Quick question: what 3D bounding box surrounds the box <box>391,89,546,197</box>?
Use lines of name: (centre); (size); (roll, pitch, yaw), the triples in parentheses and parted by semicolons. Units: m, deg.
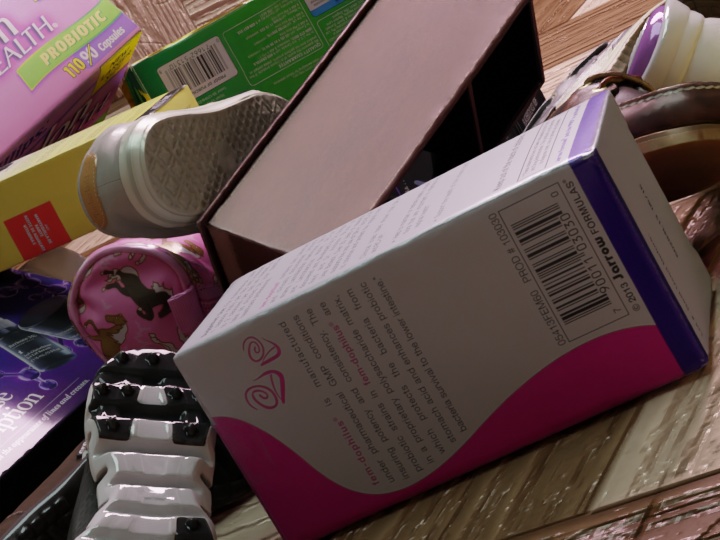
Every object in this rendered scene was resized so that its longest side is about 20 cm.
box: (0.014, -0.062, 1.224); (0.199, 0.106, 0.122); (-27, 10, 18)

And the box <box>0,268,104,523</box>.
box: (-0.199, 0.083, 1.082); (0.141, 0.079, 0.200); (9, 30, 24)

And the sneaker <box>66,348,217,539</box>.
sneaker: (-0.091, 0.127, 0.817); (0.066, 0.091, 0.200); (5, 38, -6)

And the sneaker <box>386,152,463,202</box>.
sneaker: (0.000, 0.000, 1.053); (0.200, 0.088, 0.074); (-32, 12, -9)

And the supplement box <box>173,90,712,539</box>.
supplement box: (0.037, 0.021, 0.846); (0.199, 0.101, 0.103); (-26, 12, 18)

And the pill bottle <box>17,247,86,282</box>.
pill bottle: (-0.246, 0.073, 1.266); (0.200, 0.120, 0.120); (-38, 14, -33)

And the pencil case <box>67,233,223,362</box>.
pencil case: (-0.078, -0.007, 1.089); (0.087, 0.083, 0.200); (-50, -5, 32)

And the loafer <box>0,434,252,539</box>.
loafer: (-0.107, 0.093, 0.962); (0.200, 0.073, 0.071); (-36, 14, -25)

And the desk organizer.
desk organizer: (0.010, -0.061, 0.992); (0.077, 0.072, 0.200); (20, 58, 27)

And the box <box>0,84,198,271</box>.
box: (-0.180, -0.038, 1.115); (0.199, 0.050, 0.075); (-22, 13, 16)

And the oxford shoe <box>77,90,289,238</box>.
oxford shoe: (-0.075, -0.049, 1.009); (0.058, 0.076, 0.200); (-16, -3, 29)

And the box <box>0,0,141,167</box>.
box: (-0.251, -0.082, 1.295); (0.176, 0.097, 0.200); (-48, -5, -35)

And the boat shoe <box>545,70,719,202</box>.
boat shoe: (0.114, -0.059, 0.948); (0.070, 0.071, 0.200); (5, -15, -23)

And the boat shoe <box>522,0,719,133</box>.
boat shoe: (0.147, -0.099, 1.147); (0.066, 0.072, 0.201); (-7, 30, 50)

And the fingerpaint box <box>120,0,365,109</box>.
fingerpaint box: (-0.046, -0.139, 1.263); (0.200, 0.074, 0.167); (-30, 5, -8)

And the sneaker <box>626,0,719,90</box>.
sneaker: (0.191, -0.088, 1.038); (0.200, 0.099, 0.075); (-11, -60, -78)
